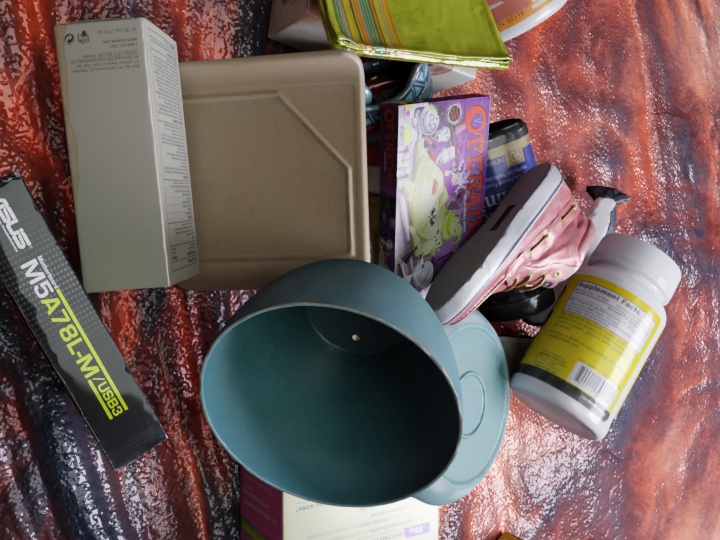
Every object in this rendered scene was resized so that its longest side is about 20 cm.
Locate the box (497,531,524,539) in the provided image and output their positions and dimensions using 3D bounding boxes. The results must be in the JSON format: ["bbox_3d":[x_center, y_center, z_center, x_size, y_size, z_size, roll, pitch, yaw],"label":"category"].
[{"bbox_3d":[0.190,0.454,0.891,0.192,0.122,0.201,-43,113,-22],"label":"box"}]

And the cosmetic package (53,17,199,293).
[{"bbox_3d":[-0.183,-0.089,0.630,0.072,0.104,0.203,-4,95,2],"label":"cosmetic package"}]

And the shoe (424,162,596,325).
[{"bbox_3d":[0.149,-0.004,0.751,0.091,0.071,0.200,46,71,-17],"label":"shoe"}]

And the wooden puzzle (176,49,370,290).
[{"bbox_3d":[-0.082,-0.083,0.686,0.037,0.183,0.203,-34,122,-75],"label":"wooden puzzle"}]

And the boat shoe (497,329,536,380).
[{"bbox_3d":[0.191,0.109,0.911,0.198,0.062,0.076,5,92,-30],"label":"boat shoe"}]

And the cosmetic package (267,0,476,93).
[{"bbox_3d":[0.020,-0.255,0.770,0.198,0.087,0.105,9,85,-33],"label":"cosmetic package"}]

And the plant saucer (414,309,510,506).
[{"bbox_3d":[0.098,0.131,0.770,0.199,0.027,0.203,-2,92,-51],"label":"plant saucer"}]

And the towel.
[{"bbox_3d":[0.051,-0.229,0.711,0.198,0.018,0.087,-3,69,-32],"label":"towel"}]

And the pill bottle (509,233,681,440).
[{"bbox_3d":[0.256,0.069,0.841,0.114,0.114,0.201,40,77,-27],"label":"pill bottle"}]

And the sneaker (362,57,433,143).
[{"bbox_3d":[-0.021,-0.151,0.723,0.199,0.096,0.080,-34,71,-13],"label":"sneaker"}]

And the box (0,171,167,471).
[{"bbox_3d":[-0.220,0.026,0.564,0.047,0.200,0.195,-33,108,-20],"label":"box"}]

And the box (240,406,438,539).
[{"bbox_3d":[-0.020,0.219,0.762,0.174,0.096,0.203,-2,92,-32],"label":"box"}]

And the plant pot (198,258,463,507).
[{"bbox_3d":[-0.012,0.069,0.627,0.201,0.199,0.135,54,28,-22],"label":"plant pot"}]

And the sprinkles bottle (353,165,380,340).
[{"bbox_3d":[0.000,0.000,0.781,0.068,0.068,0.202,20,82,-31],"label":"sprinkles bottle"}]

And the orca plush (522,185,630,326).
[{"bbox_3d":[0.254,-0.012,0.961,0.104,0.071,0.202,18,74,13],"label":"orca plush"}]

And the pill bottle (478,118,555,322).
[{"bbox_3d":[0.147,-0.053,0.847,0.111,0.111,0.202,-24,104,-29],"label":"pill bottle"}]

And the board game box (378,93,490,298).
[{"bbox_3d":[0.070,-0.062,0.748,0.119,0.032,0.202,-17,116,-40],"label":"board game box"}]

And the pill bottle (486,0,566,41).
[{"bbox_3d":[0.133,-0.354,0.823,0.112,0.112,0.201,-44,114,-23],"label":"pill bottle"}]
